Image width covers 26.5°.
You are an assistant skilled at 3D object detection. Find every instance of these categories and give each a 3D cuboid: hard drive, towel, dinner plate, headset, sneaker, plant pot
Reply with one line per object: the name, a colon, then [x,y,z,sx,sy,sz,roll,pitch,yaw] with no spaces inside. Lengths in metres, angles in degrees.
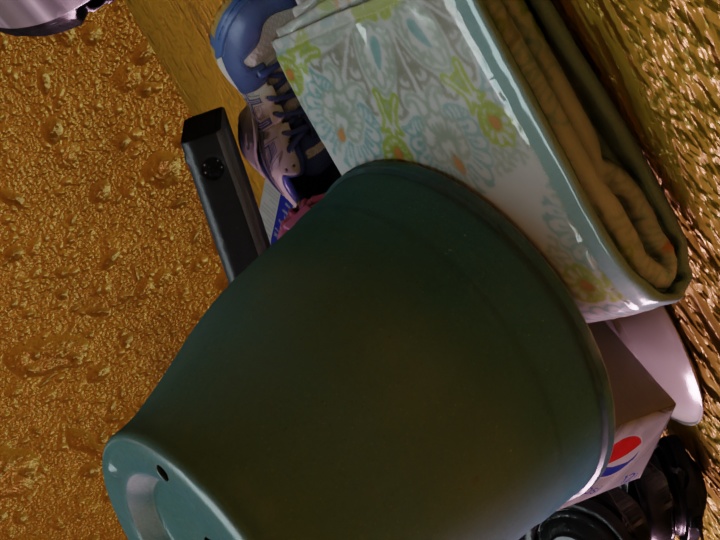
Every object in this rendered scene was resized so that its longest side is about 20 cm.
hard drive: [-0.074,-0.004,1.037,0.140,0.032,0.202,-116,8,-77]
towel: [0.051,-0.060,0.727,0.171,0.048,0.201,-13,110,59]
dinner plate: [0.129,0.010,0.883,0.201,0.024,0.200,55,175,7]
headset: [0.160,0.135,0.916,0.199,0.123,0.095,25,131,52]
sneaker: [-0.041,-0.112,1.008,0.088,0.075,0.201,51,167,27]
plant pot: [-0.014,0.081,0.730,0.199,0.187,0.202,35,145,29]

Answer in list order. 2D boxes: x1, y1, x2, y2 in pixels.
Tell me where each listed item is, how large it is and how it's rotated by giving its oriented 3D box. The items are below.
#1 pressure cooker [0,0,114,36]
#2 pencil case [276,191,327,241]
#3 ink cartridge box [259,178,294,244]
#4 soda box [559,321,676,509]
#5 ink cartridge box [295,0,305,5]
pressure cooker: [-0.230,-0.275,0.979,0.200,0.177,0.177,50,-159,-48]
pencil case: [0.000,0.000,1.045,0.200,0.082,0.088,35,-120,-78]
ink cartridge box: [-0.044,-0.080,1.155,0.037,0.203,0.095,10,-168,-20]
soda box: [0.082,0.034,0.850,0.201,0.068,0.064,53,142,34]
ink cartridge box: [-0.047,-0.247,0.915,0.163,0.056,0.202,62,-168,-50]
